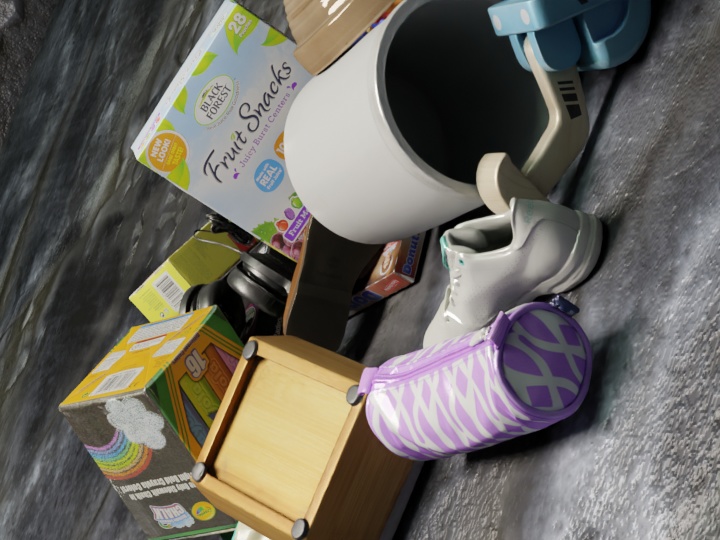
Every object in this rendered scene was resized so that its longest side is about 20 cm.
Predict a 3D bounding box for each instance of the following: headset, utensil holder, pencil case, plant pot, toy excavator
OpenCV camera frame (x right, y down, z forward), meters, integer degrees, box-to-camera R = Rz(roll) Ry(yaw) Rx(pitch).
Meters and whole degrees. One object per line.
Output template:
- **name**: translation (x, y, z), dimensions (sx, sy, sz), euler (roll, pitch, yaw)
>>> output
- **headset**: translation (-0.105, 0.030, 1.819), dimensions (0.123, 0.094, 0.201), euler (-33, 58, 18)
- **utensil holder**: translation (0.046, -0.119, 1.559), dimensions (0.200, 0.169, 0.171), euler (-24, 47, 63)
- **pencil case**: translation (0.079, 0.080, 1.369), dimensions (0.200, 0.085, 0.085), euler (-31, 39, 58)
- **plant pot**: translation (0.000, -0.262, 1.594), dimensions (0.201, 0.093, 0.201), euler (-45, 7, 7)
- **toy excavator**: translation (0.152, -0.160, 1.450), dimensions (0.193, 0.201, 0.100), euler (-26, 10, -19)

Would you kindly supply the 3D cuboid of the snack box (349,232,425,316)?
- **snack box**: translation (0.000, 0.000, 1.744), dimensions (0.200, 0.024, 0.072), euler (-30, 41, 58)

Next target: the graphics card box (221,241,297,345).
- **graphics card box**: translation (-0.108, 0.077, 1.891), dimensions (0.125, 0.051, 0.201), euler (-40, 33, 50)

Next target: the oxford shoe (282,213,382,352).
- **oxford shoe**: translation (-0.023, -0.024, 1.696), dimensions (0.201, 0.071, 0.071), euler (-66, 16, 7)

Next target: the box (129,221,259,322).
- **box**: translation (-0.147, -0.017, 1.950), dimensions (0.075, 0.050, 0.200), euler (-41, 2, 35)

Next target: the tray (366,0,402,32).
- **tray**: translation (0.069, -0.263, 1.832), dimensions (0.200, 0.037, 0.099), euler (-37, 35, 51)

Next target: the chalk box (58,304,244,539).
- **chalk box**: translation (-0.143, 0.153, 1.726), dimensions (0.124, 0.201, 0.124), euler (-13, 27, 41)

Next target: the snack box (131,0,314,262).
- **snack box**: translation (-0.082, -0.123, 1.790), dimensions (0.169, 0.199, 0.068), euler (-57, 16, 4)

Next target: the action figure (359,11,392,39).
- **action figure**: translation (0.010, -0.208, 1.779), dimensions (0.199, 0.098, 0.066), euler (22, 117, 43)

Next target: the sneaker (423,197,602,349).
- **sneaker**: translation (0.088, 0.003, 1.440), dimensions (0.200, 0.088, 0.076), euler (-45, 31, 45)

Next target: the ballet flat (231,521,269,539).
- **ballet flat**: translation (-0.053, 0.166, 1.667), dimensions (0.069, 0.069, 0.202), euler (-23, 50, 61)

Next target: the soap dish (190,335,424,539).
- **soap dish**: translation (-0.042, 0.141, 1.552), dimensions (0.199, 0.081, 0.158), euler (19, 84, 51)
